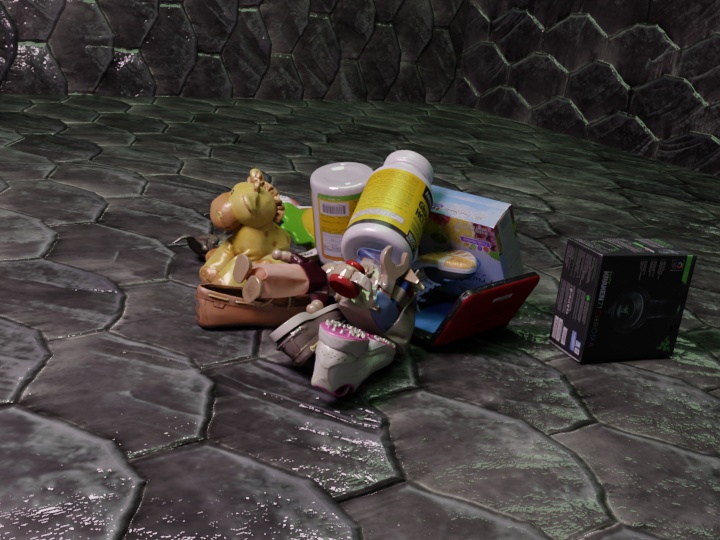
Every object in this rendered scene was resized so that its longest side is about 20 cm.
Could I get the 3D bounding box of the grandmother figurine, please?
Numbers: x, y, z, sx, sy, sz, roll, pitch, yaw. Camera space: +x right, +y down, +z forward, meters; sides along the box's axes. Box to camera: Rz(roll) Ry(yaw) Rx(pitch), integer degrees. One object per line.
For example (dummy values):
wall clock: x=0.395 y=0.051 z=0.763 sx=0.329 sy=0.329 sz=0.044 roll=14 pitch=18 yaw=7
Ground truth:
grandmother figurine: x=-0.088 y=0.013 z=1.286 sx=0.199 sy=0.060 sz=0.122 roll=-4 pitch=63 yaw=-45

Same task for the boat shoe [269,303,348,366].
boat shoe: x=-0.060 y=0.091 z=1.225 sx=0.060 sy=0.072 sz=0.200 roll=54 pitch=17 yaw=9

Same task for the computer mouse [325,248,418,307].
computer mouse: x=0.000 y=0.000 z=1.398 sx=0.199 sy=0.044 sz=0.110 roll=-32 pitch=28 yaw=-5

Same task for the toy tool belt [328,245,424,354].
toy tool belt: x=0.027 y=0.020 z=1.230 sx=0.124 sy=0.201 sz=0.124 roll=16 pitch=64 yaw=32

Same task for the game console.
game console: x=0.155 y=0.045 z=1.365 sx=0.199 sy=0.173 sz=0.119 roll=-13 pitch=53 yaw=-45

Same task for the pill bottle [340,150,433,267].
pill bottle: x=0.050 y=-0.091 z=1.350 sx=0.111 sy=0.113 sz=0.201 roll=11 pitch=51 yaw=13

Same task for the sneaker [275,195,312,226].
sneaker: x=-0.119 y=-0.113 z=1.793 sx=0.199 sy=0.068 sz=0.108 roll=7 pitch=21 yaw=7

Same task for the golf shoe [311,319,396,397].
golf shoe: x=-0.013 y=0.120 z=1.148 sx=0.075 sy=0.092 sz=0.200 roll=19 pitch=-2 yaw=25

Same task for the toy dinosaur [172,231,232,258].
toy dinosaur: x=-0.254 y=-0.041 z=1.557 sx=0.199 sy=0.078 sz=0.102 roll=-15 pitch=16 yaw=-39

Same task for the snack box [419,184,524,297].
snack box: x=0.184 y=-0.035 z=1.464 sx=0.167 sy=0.201 sz=0.068 roll=18 pitch=54 yaw=36

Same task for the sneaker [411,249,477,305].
sneaker: x=0.113 y=0.013 z=1.433 sx=0.199 sy=0.089 sz=0.075 roll=1 pitch=11 yaw=45

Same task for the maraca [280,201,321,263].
maraca: x=-0.066 y=-0.069 z=1.592 sx=0.198 sy=0.107 sz=0.138 roll=15 pitch=33 yaw=-33

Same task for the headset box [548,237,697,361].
headset box: x=0.416 y=0.044 z=1.364 sx=0.198 sy=0.176 sz=0.093 roll=0 pitch=19 yaw=-23

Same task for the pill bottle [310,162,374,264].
pill bottle: x=-0.025 y=-0.071 z=1.474 sx=0.110 sy=0.202 sz=0.111 roll=-2 pitch=30 yaw=1

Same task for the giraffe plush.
giraffe plush: x=-0.179 y=-0.067 z=1.405 sx=0.198 sy=0.164 sz=0.172 roll=-25 pitch=32 yaw=-20

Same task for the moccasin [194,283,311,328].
moccasin: x=-0.151 y=0.040 z=1.312 sx=0.199 sy=0.079 sz=0.074 roll=1 pitch=19 yaw=-19
